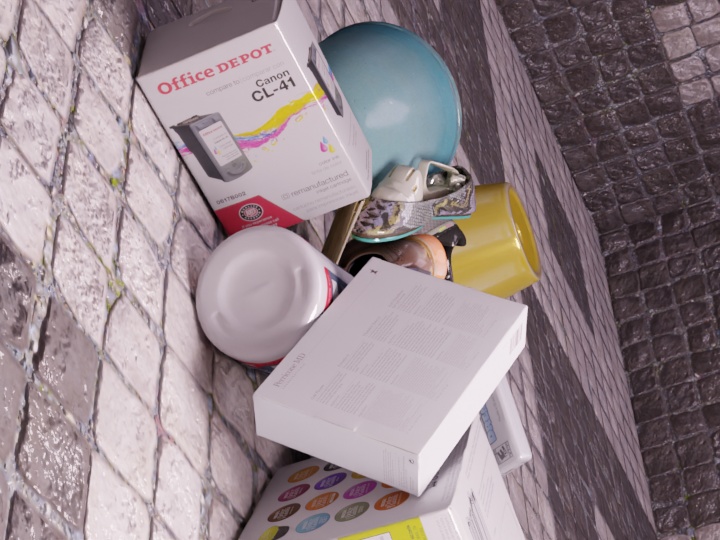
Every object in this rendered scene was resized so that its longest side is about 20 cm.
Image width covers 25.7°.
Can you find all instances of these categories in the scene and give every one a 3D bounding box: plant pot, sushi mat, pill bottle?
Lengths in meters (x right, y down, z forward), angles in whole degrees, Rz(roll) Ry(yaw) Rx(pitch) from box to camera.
[{"bbox_3d":[0.118,-0.021,1.976,0.201,0.188,0.202,-18,90,-74],"label":"plant pot"},{"bbox_3d":[-0.028,-0.018,1.552,0.096,0.012,0.201,-84,-167,-53],"label":"sushi mat"},{"bbox_3d":[-0.021,-0.147,1.656,0.188,0.199,0.201,-32,104,-59],"label":"plant pot"},{"bbox_3d":[-0.055,0.043,1.419,0.200,0.119,0.120,37,37,-65],"label":"pill bottle"}]

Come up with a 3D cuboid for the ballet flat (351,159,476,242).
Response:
[{"bbox_3d":[0.053,-0.077,1.605,0.200,0.072,0.072,-17,89,-54],"label":"ballet flat"}]

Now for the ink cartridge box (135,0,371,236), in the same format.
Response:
[{"bbox_3d":[-0.093,-0.140,1.438,0.086,0.147,0.200,-88,154,-52],"label":"ink cartridge box"}]

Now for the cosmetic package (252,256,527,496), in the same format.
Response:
[{"bbox_3d":[0.028,0.081,1.290,0.200,0.150,0.052,-48,149,-42],"label":"cosmetic package"}]

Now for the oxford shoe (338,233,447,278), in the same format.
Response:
[{"bbox_3d":[0.000,0.000,1.615,0.073,0.200,0.072,-14,89,-37],"label":"oxford shoe"}]

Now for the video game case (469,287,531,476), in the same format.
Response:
[{"bbox_3d":[0.094,0.148,1.718,0.024,0.182,0.201,2,60,-39],"label":"video game case"}]

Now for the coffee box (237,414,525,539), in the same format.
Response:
[{"bbox_3d":[0.029,0.265,1.309,0.200,0.197,0.201,-58,129,-70],"label":"coffee box"}]

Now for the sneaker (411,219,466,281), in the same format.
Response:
[{"bbox_3d":[0.051,0.018,1.715,0.087,0.201,0.074,33,16,27],"label":"sneaker"}]

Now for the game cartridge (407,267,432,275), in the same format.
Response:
[{"bbox_3d":[0.025,0.101,1.473,0.200,0.038,0.130,-63,167,-57],"label":"game cartridge"}]

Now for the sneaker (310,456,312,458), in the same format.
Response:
[{"bbox_3d":[0.009,0.238,1.463,0.115,0.075,0.200,4,42,-45],"label":"sneaker"}]
